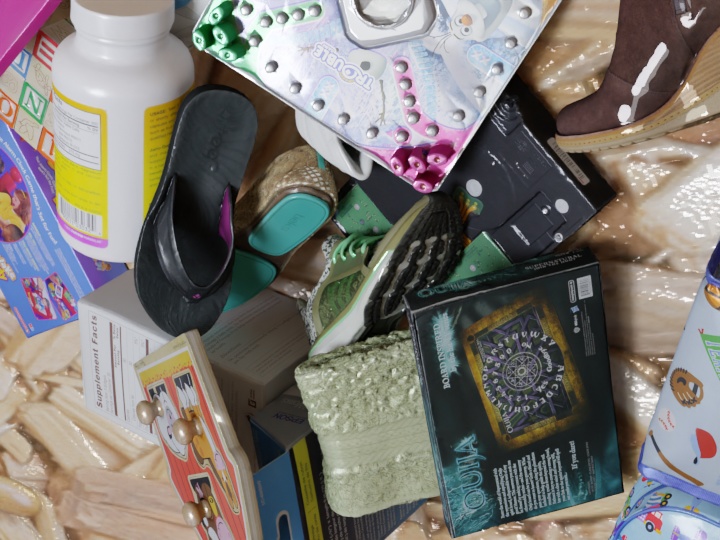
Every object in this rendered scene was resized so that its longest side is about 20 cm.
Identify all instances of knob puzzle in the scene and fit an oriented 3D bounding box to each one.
[{"bbox_3d":[-0.124,0.155,1.152,0.220,0.030,0.220,46,146,44],"label":"knob puzzle"}]

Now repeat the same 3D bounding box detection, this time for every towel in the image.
[{"bbox_3d":[0.061,0.102,1.121,0.200,0.037,0.149,-13,118,1],"label":"towel"}]

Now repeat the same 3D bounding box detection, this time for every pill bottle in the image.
[{"bbox_3d":[-0.175,-0.113,1.139,0.104,0.104,0.200,26,129,26],"label":"pill bottle"}]

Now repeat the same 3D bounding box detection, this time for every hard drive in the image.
[{"bbox_3d":[0.074,-0.050,1.101,0.140,0.038,0.200,50,135,5],"label":"hard drive"}]

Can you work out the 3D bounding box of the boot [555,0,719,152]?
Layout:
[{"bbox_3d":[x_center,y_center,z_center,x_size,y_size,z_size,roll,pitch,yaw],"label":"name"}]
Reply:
[{"bbox_3d":[0.182,-0.169,0.938,0.200,0.072,0.167,-18,90,46],"label":"boot"}]

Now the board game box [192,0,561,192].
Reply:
[{"bbox_3d":[0.014,-0.178,1.003,0.200,0.026,0.200,33,113,0],"label":"board game box"}]

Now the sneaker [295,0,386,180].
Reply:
[{"bbox_3d":[-0.007,-0.156,1.063,0.089,0.075,0.200,-123,22,-48],"label":"sneaker"}]

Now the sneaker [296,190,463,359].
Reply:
[{"bbox_3d":[0.000,0.000,1.124,0.089,0.077,0.200,56,133,23],"label":"sneaker"}]

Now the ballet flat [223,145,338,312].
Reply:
[{"bbox_3d":[-0.079,-0.032,1.193,0.070,0.065,0.200,27,138,-28],"label":"ballet flat"}]

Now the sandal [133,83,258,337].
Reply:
[{"bbox_3d":[-0.120,-0.035,1.117,0.048,0.075,0.201,-123,40,-59],"label":"sandal"}]

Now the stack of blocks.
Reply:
[{"bbox_3d":[-0.210,-0.124,1.278,0.200,0.059,0.115,40,134,14],"label":"stack of blocks"}]

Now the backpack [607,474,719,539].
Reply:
[{"bbox_3d":[0.243,0.225,1.055,0.182,0.134,0.200,27,127,24],"label":"backpack"}]

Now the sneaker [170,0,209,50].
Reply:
[{"bbox_3d":[-0.121,-0.207,1.153,0.200,0.076,0.081,17,131,41],"label":"sneaker"}]

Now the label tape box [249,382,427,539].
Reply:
[{"bbox_3d":[-0.033,0.164,1.199,0.066,0.200,0.144,12,121,37],"label":"label tape box"}]

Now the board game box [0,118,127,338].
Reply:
[{"bbox_3d":[-0.303,-0.046,1.412,0.134,0.045,0.200,-17,103,44],"label":"board game box"}]

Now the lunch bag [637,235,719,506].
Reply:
[{"bbox_3d":[0.291,0.077,0.940,0.200,0.124,0.170,21,128,12],"label":"lunch bag"}]

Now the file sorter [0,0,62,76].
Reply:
[{"bbox_3d":[-0.331,-0.269,1.179,0.139,0.125,0.200,-44,63,23],"label":"file sorter"}]

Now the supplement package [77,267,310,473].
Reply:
[{"bbox_3d":[-0.124,0.081,1.286,0.200,0.117,0.117,23,127,29],"label":"supplement package"}]

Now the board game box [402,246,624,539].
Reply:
[{"bbox_3d":[0.111,0.089,1.084,0.028,0.135,0.200,-113,10,-60],"label":"board game box"}]
